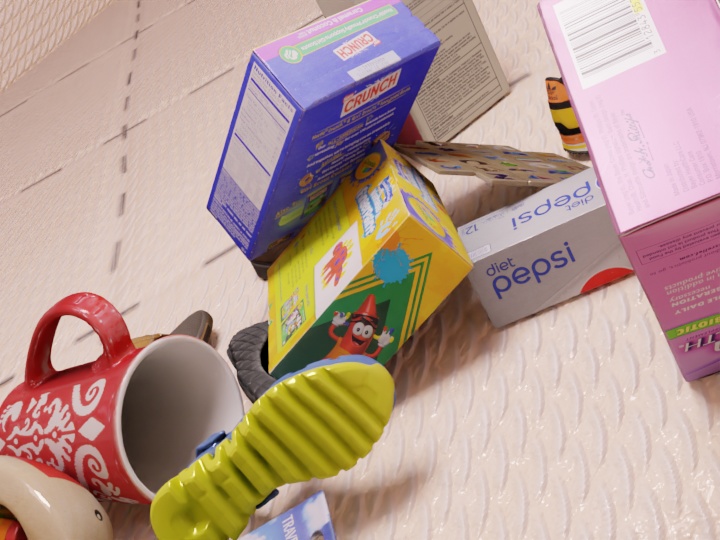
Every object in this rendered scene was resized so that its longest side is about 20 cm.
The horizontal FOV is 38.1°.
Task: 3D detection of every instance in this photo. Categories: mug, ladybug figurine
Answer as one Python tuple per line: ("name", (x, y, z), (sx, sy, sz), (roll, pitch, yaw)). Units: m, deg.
("mug", (-0.214, 0.113, 0.886), (0.198, 0.181, 0.132), (-13, -7, 40))
("ladybug figurine", (-0.262, 0.207, 0.822), (0.198, 0.138, 0.071), (2, 13, 39))

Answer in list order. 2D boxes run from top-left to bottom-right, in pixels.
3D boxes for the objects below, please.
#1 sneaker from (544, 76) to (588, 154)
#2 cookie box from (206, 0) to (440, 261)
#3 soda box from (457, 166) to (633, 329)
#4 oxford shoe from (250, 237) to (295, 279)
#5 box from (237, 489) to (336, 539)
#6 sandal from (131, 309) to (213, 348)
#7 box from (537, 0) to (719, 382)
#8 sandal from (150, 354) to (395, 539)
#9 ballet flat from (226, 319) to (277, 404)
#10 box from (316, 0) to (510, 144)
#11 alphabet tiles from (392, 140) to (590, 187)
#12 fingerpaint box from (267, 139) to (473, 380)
("sneaker", (0.255, -0.199, 0.987), (0.200, 0.091, 0.070), (-41, 29, -16))
("cookie box", (-0.036, -0.125, 0.922), (0.170, 0.075, 0.201), (-32, -19, -37))
("soda box", (0.178, -0.032, 0.815), (0.198, 0.069, 0.064), (-24, 28, 14))
("oxford shoe", (-0.053, -0.039, 1.048), (0.198, 0.085, 0.073), (-4, 36, 39))
("box", (-0.090, 0.238, 0.668), (0.198, 0.048, 0.122), (-30, 28, 1))
("sandal", (-0.230, 0.101, 1.027), (0.199, 0.055, 0.082), (-35, 28, -6))
("box", (0.199, -0.060, 0.638), (0.096, 0.200, 0.178), (-22, 55, 17))
("sandal", (-0.061, 0.121, 0.742), (0.199, 0.080, 0.087), (-33, 7, 12))
("ballet flat", (-0.069, 0.087, 0.871), (0.057, 0.067, 0.200), (-43, 27, -1))
("box", (0.057, -0.254, 1.159), (0.127, 0.201, 0.109), (-37, 29, -14))
("alphabet tiles", (0.124, -0.095, 0.925), (0.164, 0.006, 0.200), (1, 15, -16))
("fingerpaint box", (0.000, 0.000, 0.873), (0.167, 0.073, 0.200), (-49, 19, 13))
